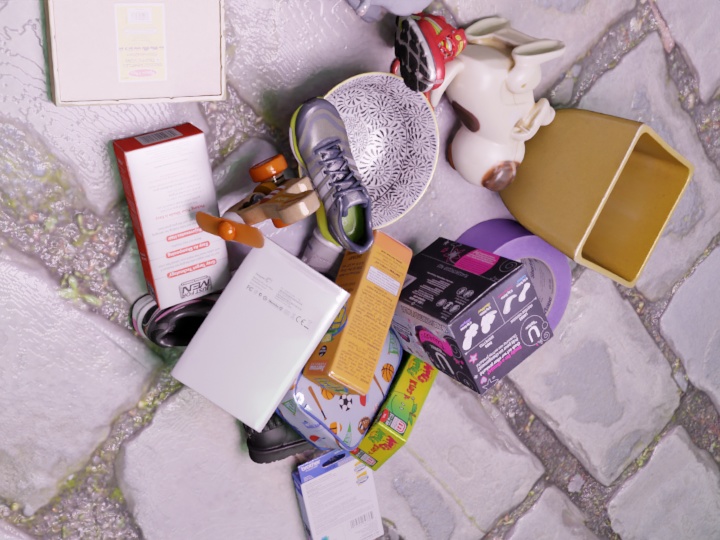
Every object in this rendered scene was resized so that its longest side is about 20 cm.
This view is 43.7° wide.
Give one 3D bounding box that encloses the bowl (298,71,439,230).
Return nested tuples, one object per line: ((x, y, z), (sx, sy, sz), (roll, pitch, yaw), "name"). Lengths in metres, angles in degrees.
((-0.007, -0.160, 1.149), (0.199, 0.094, 0.203), (-12, 115, -26), "bowl")

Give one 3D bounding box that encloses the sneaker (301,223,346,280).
((0.000, 0.000, 1.245), (0.199, 0.075, 0.082), (31, 109, -30), "sneaker")

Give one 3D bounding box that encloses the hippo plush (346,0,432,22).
((0.013, -0.372, 1.031), (0.198, 0.161, 0.161), (11, 105, -33), "hippo plush")

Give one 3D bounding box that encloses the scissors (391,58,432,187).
((0.096, -0.215, 1.233), (0.073, 0.014, 0.202), (-32, 121, -17), "scissors")

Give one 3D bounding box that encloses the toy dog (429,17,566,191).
((0.179, -0.206, 1.203), (0.193, 0.139, 0.202), (-34, 136, -35), "toy dog")

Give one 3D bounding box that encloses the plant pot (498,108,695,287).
((0.312, -0.120, 1.273), (0.195, 0.199, 0.196), (18, 101, -49), "plant pot")

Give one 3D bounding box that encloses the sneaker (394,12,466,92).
((0.089, -0.276, 1.088), (0.084, 0.201, 0.078), (-1, 123, -4), "sneaker")

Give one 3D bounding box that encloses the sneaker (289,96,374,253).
((-0.023, -0.108, 1.055), (0.073, 0.081, 0.202), (-29, 121, -16), "sneaker")

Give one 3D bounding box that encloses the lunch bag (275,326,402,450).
((-0.033, 0.125, 1.191), (0.160, 0.075, 0.201), (45, 54, -29), "lunch bag")

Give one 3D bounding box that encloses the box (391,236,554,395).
((0.127, 0.054, 1.154), (0.132, 0.200, 0.115), (-36, 114, -16), "box")

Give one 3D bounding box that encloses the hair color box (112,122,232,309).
((-0.224, -0.066, 1.084), (0.101, 0.061, 0.202), (-18, 117, -23), "hair color box")

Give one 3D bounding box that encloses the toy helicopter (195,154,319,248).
((-0.106, -0.070, 1.014), (0.131, 0.200, 0.080), (-30, 106, -19), "toy helicopter")

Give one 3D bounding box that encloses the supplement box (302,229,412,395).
((-0.002, 0.053, 1.131), (0.068, 0.066, 0.202), (29, 67, -30), "supplement box")

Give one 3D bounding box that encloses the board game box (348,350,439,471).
((0.059, 0.172, 1.258), (0.047, 0.102, 0.201), (33, 48, -3), "board game box")

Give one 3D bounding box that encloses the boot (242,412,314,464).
((-0.078, 0.166, 1.252), (0.209, 0.079, 0.160), (-19, 116, -24), "boot")

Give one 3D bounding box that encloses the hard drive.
((-0.121, 0.076, 1.089), (0.131, 0.026, 0.201), (34, 91, -8), "hard drive")

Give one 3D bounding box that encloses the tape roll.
((0.217, 0.029, 1.361), (0.198, 0.085, 0.202), (-11, 115, -25), "tape roll")

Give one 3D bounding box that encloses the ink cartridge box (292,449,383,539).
((-0.035, 0.347, 1.376), (0.118, 0.042, 0.202), (-21, 121, -21), "ink cartridge box")

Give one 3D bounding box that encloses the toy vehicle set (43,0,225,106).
((-0.249, -0.253, 1.013), (0.198, 0.026, 0.126), (-8, 113, -27), "toy vehicle set")

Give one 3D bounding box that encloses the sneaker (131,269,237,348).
((-0.183, 0.061, 1.144), (0.198, 0.086, 0.081), (-18, 120, -23), "sneaker")
